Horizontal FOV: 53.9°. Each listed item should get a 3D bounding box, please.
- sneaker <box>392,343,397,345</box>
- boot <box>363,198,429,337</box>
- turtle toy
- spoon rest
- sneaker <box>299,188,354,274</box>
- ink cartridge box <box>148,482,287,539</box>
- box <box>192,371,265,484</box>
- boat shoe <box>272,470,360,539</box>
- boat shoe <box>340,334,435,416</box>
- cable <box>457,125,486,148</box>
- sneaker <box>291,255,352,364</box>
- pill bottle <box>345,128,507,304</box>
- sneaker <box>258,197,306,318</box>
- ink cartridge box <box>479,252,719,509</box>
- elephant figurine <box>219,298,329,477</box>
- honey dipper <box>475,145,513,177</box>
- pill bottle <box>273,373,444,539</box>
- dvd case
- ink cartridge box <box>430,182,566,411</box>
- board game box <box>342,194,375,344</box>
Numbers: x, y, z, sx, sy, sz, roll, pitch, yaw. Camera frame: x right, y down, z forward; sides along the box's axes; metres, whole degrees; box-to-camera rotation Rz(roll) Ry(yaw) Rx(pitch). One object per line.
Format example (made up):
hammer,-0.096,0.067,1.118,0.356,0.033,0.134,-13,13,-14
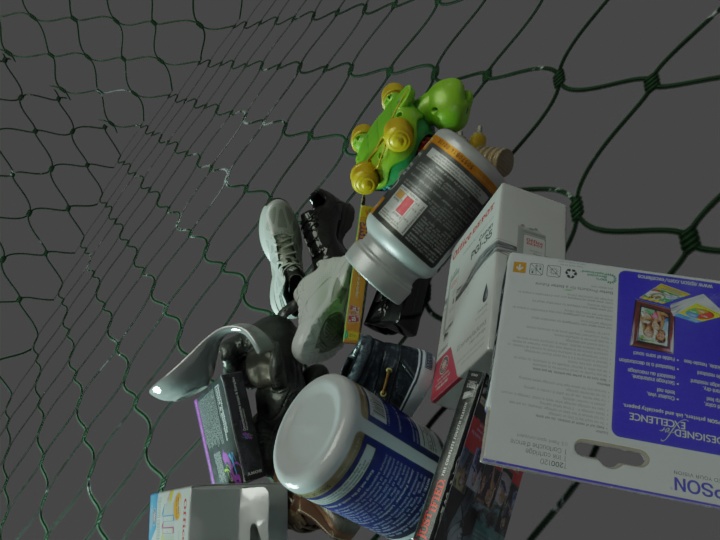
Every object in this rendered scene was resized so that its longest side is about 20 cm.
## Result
sneaker,-0.010,0.167,0.919,0.198,0.076,0.093,-30,30,25
boot,0.051,-0.007,1.007,0.164,0.065,0.203,-17,57,66
turtle toy,0.065,-0.179,0.948,0.200,0.100,0.147,-48,25,30
spoon rest,-0.214,0.127,0.994,0.198,0.099,0.061,-29,81,21
sneaker,-0.066,-0.053,1.185,0.075,0.090,0.202,-31,39,32
ink cartridge box,-0.173,0.329,0.862,0.199,0.123,0.131,-33,55,54
box,-0.192,0.237,1.012,0.200,0.036,0.145,-41,61,60
boat shoe,-0.059,0.287,0.867,0.073,0.075,0.199,-64,23,-4
boat shoe,0.007,0.159,0.812,0.071,0.090,0.202,-82,13,-61
cable,0.143,-0.116,0.977,0.096,0.050,0.202,-31,36,27
sneaker,-0.063,0.058,1.052,0.098,0.079,0.201,-1,42,30
pill bottle,0.078,-0.064,0.876,0.201,0.116,0.117,-49,30,6
sneaker,-0.112,-0.021,1.153,0.115,0.074,0.204,179,83,-68
ink cartridge box,0.206,0.088,0.586,0.194,0.044,0.202,9,57,12
elephant figurine,-0.115,0.165,1.030,0.200,0.139,0.158,40,136,52
honey dipper,0.125,-0.160,0.979,0.199,0.038,0.038,21,77,50
pill bottle,0.021,0.196,0.703,0.115,0.199,0.117,-36,33,29
dvd case,0.100,0.209,0.633,0.022,0.146,0.203,5,65,36
ink cartridge box,0.146,0.035,0.747,0.147,0.081,0.203,120,165,-56
board game box,0.000,0.000,0.988,0.096,0.029,0.204,82,-167,-85
